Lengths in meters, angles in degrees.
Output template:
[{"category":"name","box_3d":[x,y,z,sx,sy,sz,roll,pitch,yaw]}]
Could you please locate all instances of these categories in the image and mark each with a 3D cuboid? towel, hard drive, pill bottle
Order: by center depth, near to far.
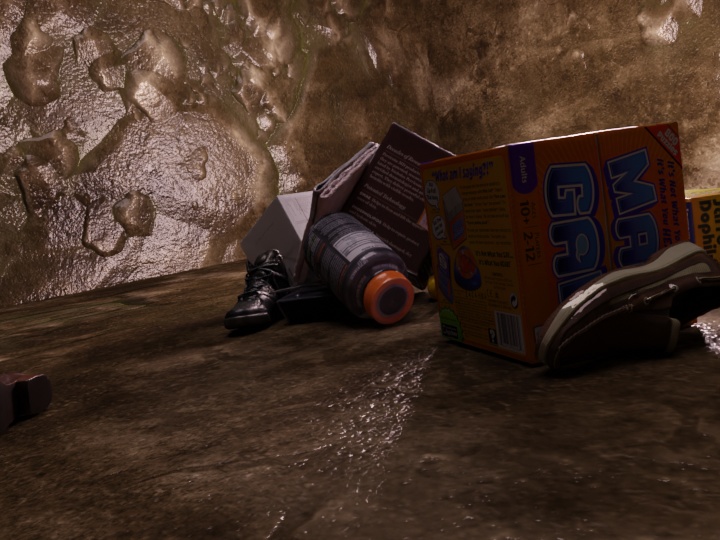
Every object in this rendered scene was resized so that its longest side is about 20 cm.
[{"category":"pill bottle","box_3d":[0.000,0.000,1.118,0.104,0.108,0.200,-11,31,-25]},{"category":"towel","box_3d":[-0.039,-0.098,1.277,0.032,0.193,0.200,29,43,13]},{"category":"hard drive","box_3d":[-0.049,0.045,1.279,0.132,0.043,0.200,-7,5,14]}]

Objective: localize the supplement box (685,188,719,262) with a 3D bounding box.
[{"category":"supplement box","box_3d":[0.462,-0.054,1.087,0.107,0.111,0.200,-9,5,-8]}]

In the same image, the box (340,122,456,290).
[{"category":"box","box_3d":[0.081,-0.101,1.298,0.162,0.202,0.166,29,-5,13]}]

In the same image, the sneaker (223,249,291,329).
[{"category":"sneaker","box_3d":[-0.172,0.032,1.259,0.075,0.117,0.199,-8,7,22]}]

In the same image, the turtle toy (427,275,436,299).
[{"category":"turtle toy","box_3d":[0.172,-0.014,1.204,0.143,0.103,0.200,-7,6,20]}]

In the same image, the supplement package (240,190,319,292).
[{"category":"supplement package","box_3d":[-0.087,-0.046,1.451,0.198,0.152,0.152,-14,-22,-46]}]

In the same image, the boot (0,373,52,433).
[{"category":"boot","box_3d":[-0.459,0.145,0.808,0.196,0.066,0.186,-5,-7,9]}]

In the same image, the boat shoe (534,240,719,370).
[{"category":"boat shoe","box_3d":[0.249,0.039,0.680,0.200,0.076,0.075,-28,47,-17]}]

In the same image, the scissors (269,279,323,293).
[{"category":"scissors","box_3d":[-0.058,0.019,1.276,0.196,0.014,0.073,-11,7,-13]}]

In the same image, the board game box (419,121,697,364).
[{"category":"board game box","box_3d":[0.201,-0.034,0.818,0.196,0.204,0.200,-11,6,-18]}]

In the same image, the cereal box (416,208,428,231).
[{"category":"cereal box","box_3d":[0.187,-0.052,1.119,0.198,0.040,0.144,32,29,2]}]
